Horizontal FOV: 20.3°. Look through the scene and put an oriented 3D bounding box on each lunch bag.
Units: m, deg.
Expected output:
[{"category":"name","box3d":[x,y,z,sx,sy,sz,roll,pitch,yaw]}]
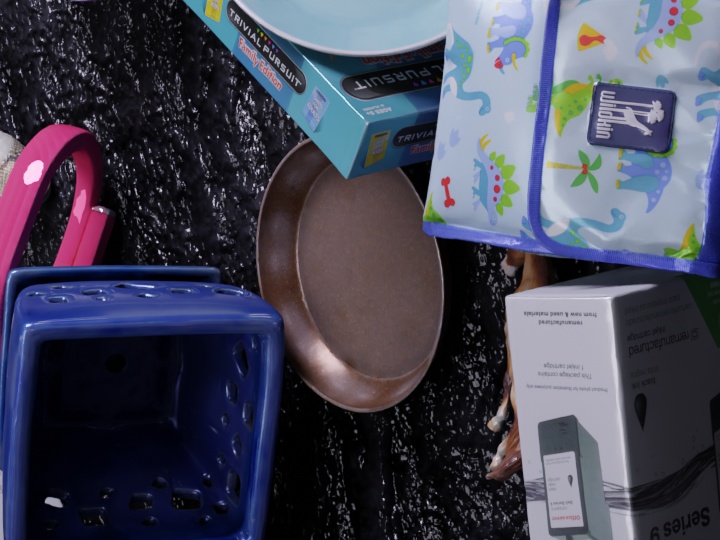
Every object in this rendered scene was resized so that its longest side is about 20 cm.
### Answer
[{"category":"lunch bag","box3d":[0.141,-0.090,1.184,0.199,0.127,0.171,11,97,45]}]

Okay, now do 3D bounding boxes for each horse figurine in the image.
[{"category":"horse figurine","box3d":[0.107,0.059,1.267,0.200,0.050,0.133,-85,6,-66]}]

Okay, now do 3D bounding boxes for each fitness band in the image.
[{"category":"fitness band","box3d":[-0.253,-0.018,1.620,0.037,0.144,0.201,15,80,18]}]

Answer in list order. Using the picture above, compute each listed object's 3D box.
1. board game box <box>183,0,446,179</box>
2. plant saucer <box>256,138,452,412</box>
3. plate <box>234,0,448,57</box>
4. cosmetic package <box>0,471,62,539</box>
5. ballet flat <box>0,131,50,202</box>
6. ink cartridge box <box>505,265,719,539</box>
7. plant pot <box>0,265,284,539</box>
[{"category":"board game box","box3d":[-0.003,-0.151,1.320,0.200,0.150,0.047,48,134,30]},{"category":"plant saucer","box3d":[0.000,0.000,1.441,0.200,0.034,0.202,12,106,46]},{"category":"plate","box3d":[0.003,-0.213,1.292,0.200,0.199,0.026,53,163,26]},{"category":"cosmetic package","box3d":[-0.372,0.254,1.813,0.166,0.167,0.201,-47,65,42]},{"category":"ballet flat","box3d":[-0.350,-0.111,1.774,0.200,0.068,0.075,29,156,44]},{"category":"ink cartridge box","box3d":[0.169,0.102,1.189,0.084,0.146,0.201,-1,98,44]},{"category":"plant pot","box3d":[-0.179,0.097,1.531,0.180,0.199,0.201,-131,44,-64]}]
